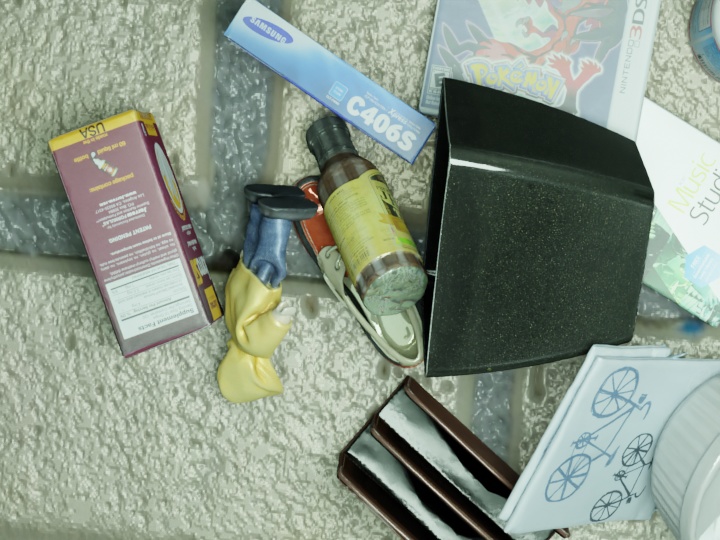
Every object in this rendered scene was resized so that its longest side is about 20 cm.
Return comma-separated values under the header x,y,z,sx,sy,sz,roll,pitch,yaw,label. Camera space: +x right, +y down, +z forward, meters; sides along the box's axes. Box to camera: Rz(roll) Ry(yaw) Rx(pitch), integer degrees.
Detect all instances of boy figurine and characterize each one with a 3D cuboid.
x,y,z,sx,sy,sz,roll,pitch,yaw,label
-0.086,0.029,1.495,0.064,0.124,0.203,1,108,-24,boy figurine

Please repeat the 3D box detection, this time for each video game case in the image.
x,y,z,sx,sy,sz,roll,pitch,yaw,label
0.163,-0.215,1.493,0.197,0.023,0.185,10,90,11,video game case

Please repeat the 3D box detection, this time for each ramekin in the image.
x,y,z,sx,sy,sz,roll,pitch,yaw,label
0.344,0.175,1.457,0.200,0.094,0.205,-13,121,-22,ramekin

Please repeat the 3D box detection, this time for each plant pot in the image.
x,y,z,sx,sy,sz,roll,pitch,yaw,label
0.147,-0.033,1.413,0.175,0.200,0.202,5,113,0,plant pot

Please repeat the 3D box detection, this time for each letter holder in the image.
x,y,z,sx,sy,sz,roll,pitch,yaw,label
0.083,0.204,1.481,0.200,0.142,0.101,42,94,0,letter holder

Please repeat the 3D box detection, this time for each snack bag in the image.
x,y,z,sx,sy,sz,roll,pitch,yaw,label
0.227,0.144,1.447,0.021,0.198,0.190,45,121,40,snack bag

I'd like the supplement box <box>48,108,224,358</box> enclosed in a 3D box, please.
x,y,z,sx,sy,sz,roll,pitch,yaw,label
-0.198,-0.035,1.493,0.085,0.110,0.202,-19,93,3,supplement box

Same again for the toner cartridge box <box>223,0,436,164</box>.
x,y,z,sx,sy,sz,roll,pitch,yaw,label
-0.025,-0.167,1.487,0.199,0.095,0.043,34,93,-1,toner cartridge box

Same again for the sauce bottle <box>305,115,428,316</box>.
x,y,z,sx,sy,sz,roll,pitch,yaw,label
-0.001,-0.054,1.458,0.064,0.065,0.201,-26,54,4,sauce bottle

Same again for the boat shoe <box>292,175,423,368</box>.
x,y,z,sx,sy,sz,roll,pitch,yaw,label
0.000,0.000,1.512,0.071,0.063,0.201,-32,90,6,boat shoe

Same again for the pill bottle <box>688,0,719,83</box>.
x,y,z,sx,sy,sz,roll,pitch,yaw,label
0.346,-0.212,1.417,0.107,0.200,0.110,0,94,2,pill bottle

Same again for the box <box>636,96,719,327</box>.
x,y,z,sx,sy,sz,roll,pitch,yaw,label
0.274,-0.062,1.511,0.199,0.036,0.145,31,94,2,box
